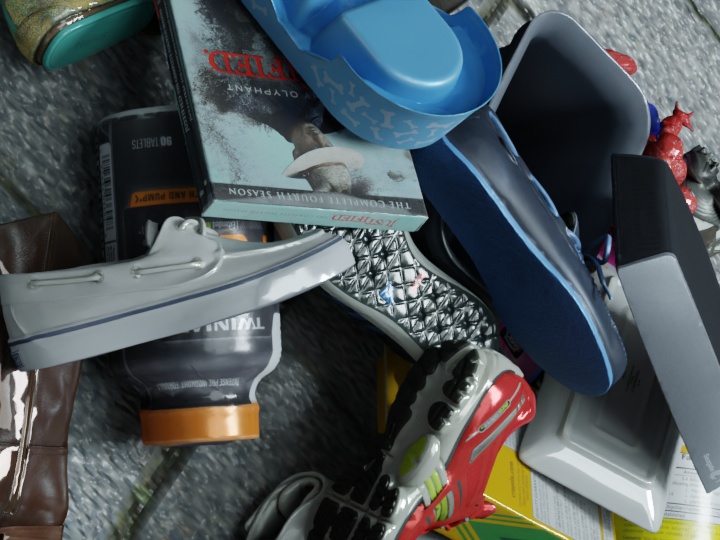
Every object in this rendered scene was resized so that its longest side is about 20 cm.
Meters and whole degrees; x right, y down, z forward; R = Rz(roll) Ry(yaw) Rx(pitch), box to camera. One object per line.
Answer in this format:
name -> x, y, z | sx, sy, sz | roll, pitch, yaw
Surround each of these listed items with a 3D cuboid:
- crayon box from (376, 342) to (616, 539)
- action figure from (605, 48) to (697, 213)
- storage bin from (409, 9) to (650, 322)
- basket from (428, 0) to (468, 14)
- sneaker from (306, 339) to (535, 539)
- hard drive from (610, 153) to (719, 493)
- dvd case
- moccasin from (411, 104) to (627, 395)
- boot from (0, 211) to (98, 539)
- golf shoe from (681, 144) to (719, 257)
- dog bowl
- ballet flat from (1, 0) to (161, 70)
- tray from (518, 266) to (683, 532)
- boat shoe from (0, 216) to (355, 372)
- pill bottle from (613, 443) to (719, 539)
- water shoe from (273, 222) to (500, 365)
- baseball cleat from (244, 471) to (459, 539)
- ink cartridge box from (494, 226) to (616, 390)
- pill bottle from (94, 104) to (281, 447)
crayon box -> 0.078, 0.120, 1.463 | 0.200, 0.052, 0.126 | 31, 37, -27
action figure -> 0.197, -0.089, 1.541 | 0.052, 0.200, 0.065 | 27, 112, -20
storage bin -> 0.088, -0.054, 1.480 | 0.146, 0.134, 0.200 | 41, 62, -28
basket -> 0.008, -0.270, 1.441 | 0.200, 0.136, 0.180 | 54, 22, -14
sneaker -> 0.040, 0.141, 1.344 | 0.085, 0.077, 0.200 | 31, 97, -31
hard drive -> 0.209, 0.031, 1.435 | 0.135, 0.042, 0.200 | -84, 154, -51
dvd case -> -0.046, -0.116, 1.314 | 0.146, 0.022, 0.200 | 4, 59, -31
moccasin -> 0.112, -0.017, 1.359 | 0.068, 0.080, 0.200 | -46, 113, -38
boot -> -0.228, 0.056, 1.252 | 0.186, 0.064, 0.200 | 17, 77, -51
golf shoe -> 0.232, -0.035, 1.614 | 0.094, 0.200, 0.078 | -43, 75, 5
dog bowl -> -0.004, -0.154, 1.310 | 0.111, 0.050, 0.200 | -25, 70, -40
ballet flat -> -0.136, -0.176, 1.362 | 0.200, 0.071, 0.071 | -22, 99, -41
tray -> 0.180, 0.077, 1.508 | 0.107, 0.022, 0.200 | 28, 46, -5
boat shoe -> -0.104, 0.001, 1.244 | 0.200, 0.074, 0.065 | -16, 92, -10
pill bottle -> 0.219, 0.166, 1.582 | 0.104, 0.104, 0.200 | 15, 75, -37
water shoe -> 0.000, 0.000, 1.368 | 0.200, 0.079, 0.072 | 48, 70, -23
baseball cleat -> 0.004, 0.170, 1.420 | 0.200, 0.070, 0.107 | -21, 111, -39
ink cartridge box -> 0.161, 0.021, 1.598 | 0.200, 0.037, 0.095 | -48, 114, -35
pill bottle -> -0.102, 0.005, 1.335 | 0.106, 0.106, 0.200 | -1, 85, -39
